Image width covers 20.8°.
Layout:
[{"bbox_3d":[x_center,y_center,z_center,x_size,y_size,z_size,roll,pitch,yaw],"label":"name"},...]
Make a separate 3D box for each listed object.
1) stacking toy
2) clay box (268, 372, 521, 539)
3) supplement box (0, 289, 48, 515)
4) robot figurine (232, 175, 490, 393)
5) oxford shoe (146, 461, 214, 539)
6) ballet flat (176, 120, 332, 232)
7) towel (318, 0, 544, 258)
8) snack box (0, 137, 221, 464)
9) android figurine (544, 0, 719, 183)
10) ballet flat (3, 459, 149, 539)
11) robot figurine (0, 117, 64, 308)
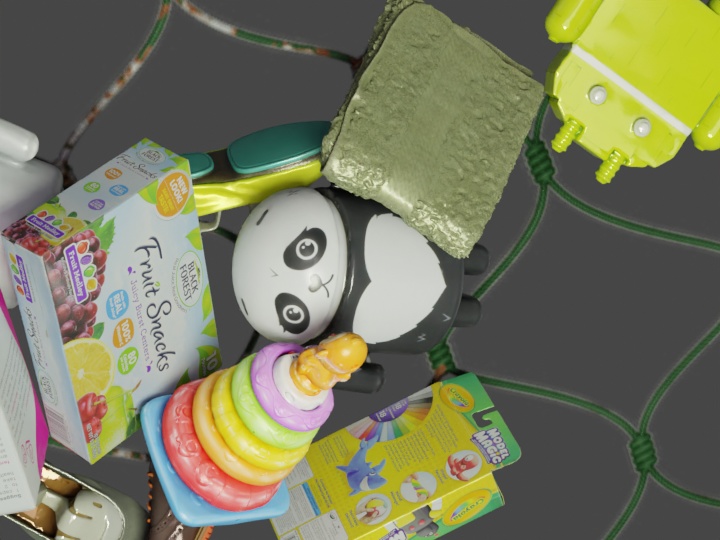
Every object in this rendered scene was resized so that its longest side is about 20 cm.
[{"bbox_3d":[-0.062,0.096,1.425,0.116,0.200,0.110,-1,60,-42],"label":"stacking toy"},{"bbox_3d":[0.024,0.166,1.542,0.199,0.115,0.048,-25,132,-4],"label":"clay box"},{"bbox_3d":[-0.298,0.072,1.394,0.103,0.101,0.201,-12,118,4],"label":"supplement box"},{"bbox_3d":[0.001,0.002,1.491,0.199,0.125,0.151,6,57,-30],"label":"robot figurine"},{"bbox_3d":[-0.146,0.185,1.544,0.072,0.071,0.201,33,80,-8],"label":"oxford shoe"},{"bbox_3d":[-0.103,-0.065,1.515,0.199,0.067,0.067,-12,123,-4],"label":"ballet flat"},{"bbox_3d":[0.056,-0.113,1.486,0.148,0.036,0.201,31,52,-12],"label":"towel"},{"bbox_3d":[-0.179,0.024,1.445,0.142,0.053,0.201,-38,139,-33],"label":"snack box"},{"bbox_3d":[0.227,-0.166,1.558,0.182,0.041,0.201,36,91,-14],"label":"android figurine"},{"bbox_3d":[-0.245,0.183,1.529,0.199,0.064,0.068,31,93,-13],"label":"ballet flat"},{"bbox_3d":[-0.297,-0.043,1.454,0.199,0.113,0.170,20,113,-13],"label":"robot figurine"}]
